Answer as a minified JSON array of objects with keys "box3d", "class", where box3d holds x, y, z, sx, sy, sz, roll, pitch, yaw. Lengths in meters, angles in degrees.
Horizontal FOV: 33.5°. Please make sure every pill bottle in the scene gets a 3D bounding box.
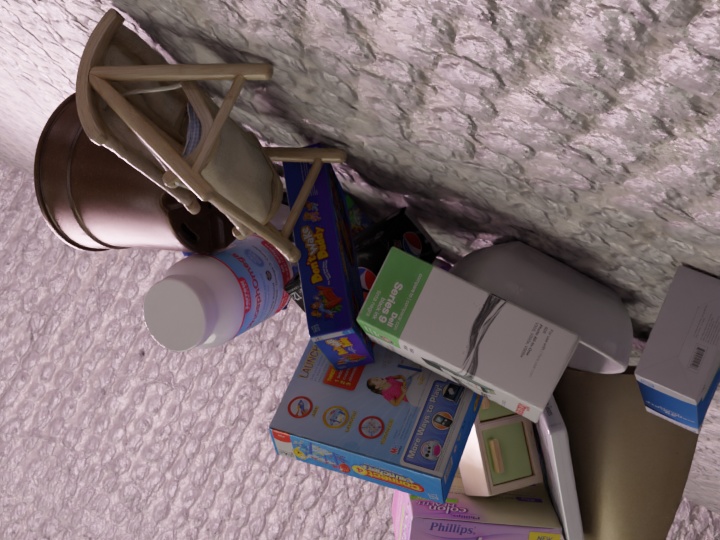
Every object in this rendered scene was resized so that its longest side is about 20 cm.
[{"box3d":[-0.166,0.028,1.398,0.108,0.110,0.200,24,-159,16],"class":"pill bottle"}]

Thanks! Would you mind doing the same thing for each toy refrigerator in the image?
[{"box3d":[0.147,0.153,1.385,0.075,0.203,0.070,-9,175,-23],"class":"toy refrigerator"}]

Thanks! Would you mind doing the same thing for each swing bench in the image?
[{"box3d":[-0.150,-0.124,1.136,0.198,0.131,0.199,23,173,27],"class":"swing bench"}]

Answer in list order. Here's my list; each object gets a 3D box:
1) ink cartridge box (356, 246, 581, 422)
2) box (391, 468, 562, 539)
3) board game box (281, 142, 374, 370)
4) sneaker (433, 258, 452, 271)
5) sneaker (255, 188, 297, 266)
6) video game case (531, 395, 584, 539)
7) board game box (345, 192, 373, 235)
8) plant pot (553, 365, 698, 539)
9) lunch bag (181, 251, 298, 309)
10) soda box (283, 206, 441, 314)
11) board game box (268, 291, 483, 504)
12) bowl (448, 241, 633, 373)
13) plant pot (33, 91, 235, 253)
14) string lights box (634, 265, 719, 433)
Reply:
[{"box3d":[0.107,0.066,1.181,0.198,0.085,0.146,26,173,11],"class":"ink cartridge box"},{"box3d":[0.134,0.301,1.442,0.173,0.098,0.200,6,-165,-4],"class":"box"},{"box3d":[-0.033,-0.011,1.248,0.044,0.202,0.135,-12,159,6],"class":"board game box"},{"box3d":[0.071,0.066,1.543,0.087,0.202,0.081,12,-159,-17],"class":"sneaker"},{"box3d":[-0.126,-0.064,1.523,0.199,0.073,0.112,31,155,42],"class":"sneaker"},{"box3d":[0.218,0.201,1.385,0.183,0.023,0.202,-102,-3,-57],"class":"video game case"},{"box3d":[-0.012,-0.032,1.511,0.136,0.034,0.200,49,168,-10],"class":"board game box"},{"box3d":[0.310,0.216,1.400,0.185,0.203,0.187,1,180,0],"class":"plant pot"},{"box3d":[-0.156,-0.054,1.667,0.199,0.133,0.136,29,-172,-26],"class":"lunch bag"},{"box3d":[0.000,0.000,1.383,0.071,0.063,0.199,48,142,-13],"class":"soda box"},{"box3d":[0.029,0.128,1.290,0.194,0.201,0.056,13,144,18],"class":"board game box"},{"box3d":[0.189,0.033,1.274,0.198,0.075,0.200,27,174,-6],"class":"bowl"},{"box3d":[-0.239,-0.107,1.391,0.197,0.202,0.200,12,166,36],"class":"plant pot"},{"box3d":[0.298,0.077,1.078,0.058,0.104,0.200,22,172,21],"class":"string lights box"}]
